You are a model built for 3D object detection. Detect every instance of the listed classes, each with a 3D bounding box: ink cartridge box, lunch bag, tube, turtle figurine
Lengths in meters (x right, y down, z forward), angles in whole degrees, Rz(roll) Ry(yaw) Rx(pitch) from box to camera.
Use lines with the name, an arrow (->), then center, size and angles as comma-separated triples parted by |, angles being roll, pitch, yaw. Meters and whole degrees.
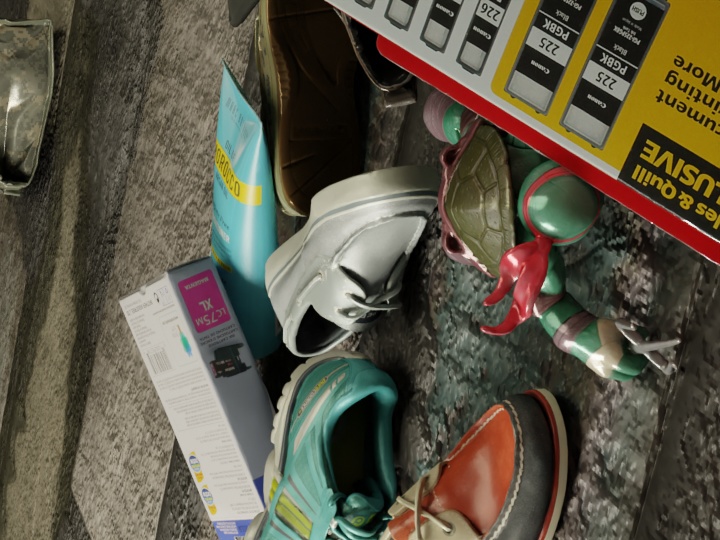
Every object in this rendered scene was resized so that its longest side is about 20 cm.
ink cartridge box -> -0.093, 0.096, 1.146 | 0.119, 0.042, 0.201 | -22, 89, 66
lunch bag -> -0.422, -0.185, 2.007 | 0.164, 0.117, 0.201 | -177, 87, -68
ink cartridge box -> 0.091, -0.096, 0.611 | 0.200, 0.084, 0.176 | 33, 124, 18
tube -> -0.074, -0.033, 1.117 | 0.077, 0.050, 0.200 | 52, 150, 44
turtle figurine -> 0.081, -0.035, 0.757 | 0.200, 0.100, 0.150 | -149, 67, -72

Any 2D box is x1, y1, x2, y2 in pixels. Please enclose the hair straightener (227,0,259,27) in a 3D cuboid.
hair straightener -> -0.053, -0.226, 1.154 | 0.200, 0.077, 0.041 | 132, 140, -55

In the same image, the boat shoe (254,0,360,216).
boat shoe -> -0.037, -0.133, 1.094 | 0.063, 0.073, 0.201 | -179, 94, -68

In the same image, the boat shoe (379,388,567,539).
boat shoe -> 0.040, 0.134, 0.849 | 0.071, 0.062, 0.200 | -104, 31, -45

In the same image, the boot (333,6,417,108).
boot -> 0.009, -0.179, 0.842 | 0.174, 0.069, 0.201 | -35, -71, -79

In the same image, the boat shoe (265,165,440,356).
boat shoe -> -0.001, 0.000, 0.993 | 0.201, 0.070, 0.072 | 136, 124, -63

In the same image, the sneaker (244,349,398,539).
sneaker -> -0.019, 0.145, 0.982 | 0.080, 0.077, 0.201 | 3, 87, 59
